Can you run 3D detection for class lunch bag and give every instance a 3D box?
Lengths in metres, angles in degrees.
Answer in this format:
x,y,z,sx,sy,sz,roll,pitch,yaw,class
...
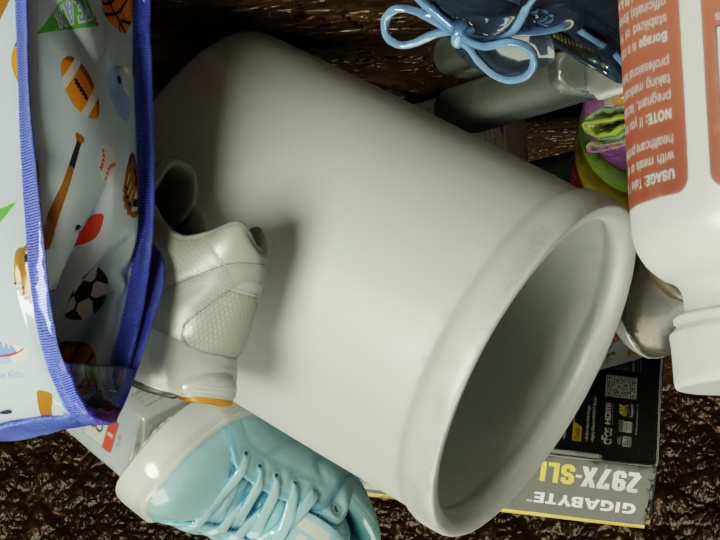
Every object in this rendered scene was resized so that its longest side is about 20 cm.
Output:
x,y,z,sx,sy,sz,roll,pitch,yaw,class
-0.174,-0.027,1.179,0.169,0.201,0.124,-7,171,27,lunch bag

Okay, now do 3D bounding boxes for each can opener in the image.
x,y,z,sx,sy,sz,roll,pitch,yaw,class
0.108,-0.099,1.295,0.067,0.054,0.200,3,172,-29,can opener

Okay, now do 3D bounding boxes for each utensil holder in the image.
x,y,z,sx,sy,sz,roll,pitch,yaw,class
0.000,0.000,1.318,0.199,0.171,0.170,30,-175,22,utensil holder

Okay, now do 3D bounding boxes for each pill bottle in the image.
x,y,z,sx,sy,sz,roll,pitch,yaw,class
0.152,-0.058,1.048,0.111,0.201,0.112,-2,173,0,pill bottle

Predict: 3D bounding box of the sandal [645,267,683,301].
x,y,z,sx,sy,sz,roll,pitch,yaw,class
0.210,-0.056,1.292,0.199,0.082,0.055,-30,-175,13,sandal

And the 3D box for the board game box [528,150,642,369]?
x,y,z,sx,sy,sz,roll,pitch,yaw,class
0.141,-0.012,1.541,0.199,0.135,0.034,-14,134,-21,board game box

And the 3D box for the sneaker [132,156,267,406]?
x,y,z,sx,sy,sz,roll,pitch,yaw,class
-0.114,-0.016,1.257,0.199,0.092,0.076,28,-175,32,sneaker

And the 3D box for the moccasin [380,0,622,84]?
x,y,z,sx,sy,sz,roll,pitch,yaw,class
0.063,-0.103,1.094,0.199,0.069,0.080,7,-161,-46,moccasin

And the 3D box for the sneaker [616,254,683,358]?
x,y,z,sx,sy,sz,roll,pitch,yaw,class
0.193,-0.027,1.358,0.077,0.082,0.200,9,122,-44,sneaker

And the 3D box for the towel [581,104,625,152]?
x,y,z,sx,sy,sz,roll,pitch,yaw,class
0.196,-0.101,1.229,0.143,0.023,0.200,-31,-172,-30,towel

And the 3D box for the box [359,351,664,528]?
x,y,z,sx,sy,sz,roll,pitch,yaw,class
0.083,0.045,1.532,0.159,0.201,0.050,5,130,3,box

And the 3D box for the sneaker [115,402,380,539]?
x,y,z,sx,sy,sz,roll,pitch,yaw,class
-0.042,0.110,1.381,0.082,0.074,0.200,39,-169,23,sneaker

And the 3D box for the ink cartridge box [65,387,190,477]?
x,y,z,sx,sy,sz,roll,pitch,yaw,class
-0.125,0.009,1.442,0.200,0.050,0.162,34,-140,28,ink cartridge box

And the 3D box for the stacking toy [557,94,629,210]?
x,y,z,sx,sy,sz,roll,pitch,yaw,class
0.145,-0.071,1.412,0.110,0.116,0.200,-43,153,-6,stacking toy

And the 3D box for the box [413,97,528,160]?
x,y,z,sx,sy,sz,roll,pitch,yaw,class
0.012,-0.064,1.577,0.039,0.042,0.199,0,172,-39,box
